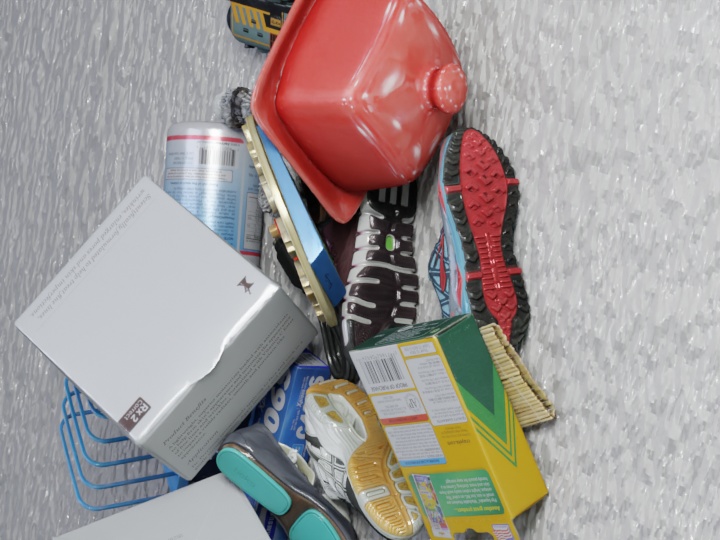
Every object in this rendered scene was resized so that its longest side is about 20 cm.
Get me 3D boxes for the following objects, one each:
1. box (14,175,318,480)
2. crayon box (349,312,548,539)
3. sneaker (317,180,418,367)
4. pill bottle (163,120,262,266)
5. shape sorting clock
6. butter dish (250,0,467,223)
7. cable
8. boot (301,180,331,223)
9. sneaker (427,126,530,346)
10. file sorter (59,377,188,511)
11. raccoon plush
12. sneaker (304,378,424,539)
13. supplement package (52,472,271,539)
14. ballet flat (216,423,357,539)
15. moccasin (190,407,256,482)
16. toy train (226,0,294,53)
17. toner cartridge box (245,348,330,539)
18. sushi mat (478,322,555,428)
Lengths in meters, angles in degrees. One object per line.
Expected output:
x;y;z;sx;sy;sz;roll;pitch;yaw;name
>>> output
-0.186;0.056;1.744;0.200;0.131;0.199;39;83;27;box
0.080;0.143;1.541;0.125;0.051;0.202;-13;102;54;crayon box
0.000;0.000;1.715;0.115;0.075;0.202;-14;65;59;sneaker
-0.157;-0.052;1.905;0.108;0.108;0.203;2;87;55;pill bottle
-0.063;-0.043;1.602;0.200;0.039;0.202;90;154;-89;shape sorting clock
0.026;-0.162;1.575;0.147;0.200;0.201;9;64;34;butter dish
-0.033;0.013;1.787;0.201;0.050;0.097;58;138;28;cable
-0.004;-0.141;1.692;0.075;0.096;0.202;152;121;-69;boot
0.085;-0.024;1.577;0.095;0.079;0.202;-22;68;54;sneaker
-0.254;0.151;1.962;0.201;0.121;0.140;107;149;-51;file sorter
-0.091;-0.102;1.786;0.199;0.097;0.135;4;61;53;raccoon plush
0.006;0.192;1.689;0.201;0.075;0.088;-123;34;-46;sneaker
-0.179;0.339;1.763;0.147;0.190;0.201;55;156;40;supplement package
-0.052;0.225;1.739;0.200;0.073;0.073;46;132;3;ballet flat
-0.143;0.119;1.824;0.080;0.068;0.203;3;88;57;moccasin
-0.082;-0.273;1.852;0.199;0.084;0.115;25;116;54;toy train
-0.092;0.174;1.841;0.095;0.043;0.202;34;114;54;toner cartridge box
0.084;0.107;1.575;0.096;0.012;0.199;56;145;-7;sushi mat
